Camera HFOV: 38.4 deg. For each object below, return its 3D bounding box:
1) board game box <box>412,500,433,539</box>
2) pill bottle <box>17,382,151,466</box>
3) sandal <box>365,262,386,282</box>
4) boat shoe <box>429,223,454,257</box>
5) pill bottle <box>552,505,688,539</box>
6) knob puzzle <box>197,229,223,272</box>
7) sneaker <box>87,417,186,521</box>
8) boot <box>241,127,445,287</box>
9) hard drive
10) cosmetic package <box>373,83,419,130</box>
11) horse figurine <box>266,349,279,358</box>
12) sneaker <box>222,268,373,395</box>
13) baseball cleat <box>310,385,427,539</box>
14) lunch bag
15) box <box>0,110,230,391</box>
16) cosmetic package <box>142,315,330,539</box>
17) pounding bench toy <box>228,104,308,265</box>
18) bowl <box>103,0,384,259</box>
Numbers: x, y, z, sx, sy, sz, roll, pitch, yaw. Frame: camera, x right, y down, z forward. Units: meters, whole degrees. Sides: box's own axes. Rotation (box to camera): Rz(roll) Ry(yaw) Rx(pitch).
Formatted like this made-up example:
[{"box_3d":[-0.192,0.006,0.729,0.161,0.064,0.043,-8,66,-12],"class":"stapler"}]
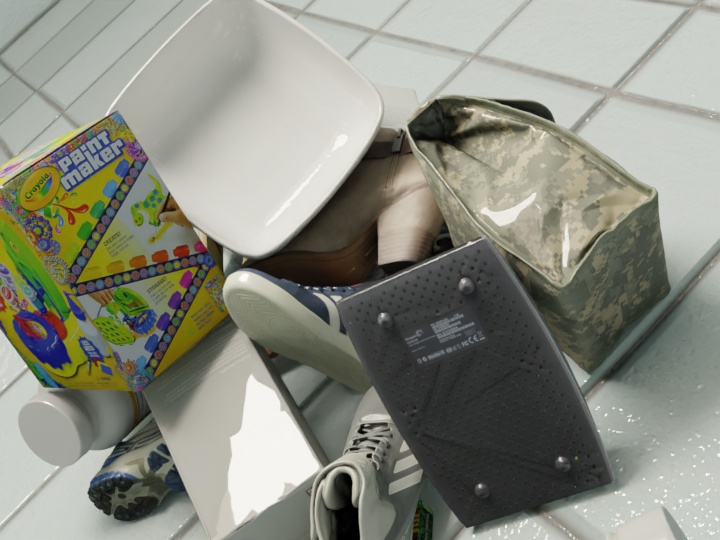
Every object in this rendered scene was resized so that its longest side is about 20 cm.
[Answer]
[{"box_3d":[-0.036,0.250,0.803,0.199,0.023,0.105,-22,39,26],"class":"board game box"},{"box_3d":[-0.253,0.112,1.046,0.104,0.105,0.200,-17,16,31],"class":"pill bottle"},{"box_3d":[-0.007,-0.002,0.975,0.082,0.050,0.203,10,74,14],"class":"sandal"},{"box_3d":[0.086,-0.009,0.936,0.068,0.074,0.200,-44,21,21],"class":"boat shoe"},{"box_3d":[0.111,0.224,0.601,0.200,0.114,0.115,-32,34,12],"class":"pill bottle"},{"box_3d":[-0.178,-0.103,1.160,0.030,0.220,0.220,-2,39,-2],"class":"knob puzzle"},{"box_3d":[-0.177,0.167,0.994,0.199,0.077,0.085,-23,33,24],"class":"sneaker"},{"box_3d":[-0.008,-0.059,0.939,0.199,0.070,0.147,-4,60,18],"class":"boot"},{"box_3d":[0.084,0.079,0.734,0.135,0.200,0.042,-24,14,24],"class":"hard drive"},{"box_3d":[0.018,-0.124,1.100,0.101,0.071,0.200,5,36,-10],"class":"cosmetic package"},{"box_3d":[-0.052,0.044,1.032,0.199,0.050,0.133,-9,46,37],"class":"horse figurine"},{"box_3d":[-0.026,0.036,0.877,0.075,0.200,0.085,-21,45,47],"class":"sneaker"},{"box_3d":[0.011,0.145,0.764,0.069,0.107,0.201,-11,44,15],"class":"baseball cleat"},{"box_3d":[0.129,-0.043,0.797,0.118,0.164,0.200,-44,58,-6],"class":"lunch bag"},{"box_3d":[-0.242,-0.009,0.886,0.122,0.193,0.200,-42,21,-33],"class":"box"},{"box_3d":[-0.097,0.139,0.850,0.107,0.090,0.200,-32,51,-2],"class":"cosmetic package"},{"box_3d":[-0.087,-0.103,1.025,0.124,0.156,0.201,0,64,-7],"class":"pounding bench toy"},{"box_3d":[-0.098,-0.121,0.912,0.200,0.200,0.075,-50,-9,-12],"class":"bowl"}]
